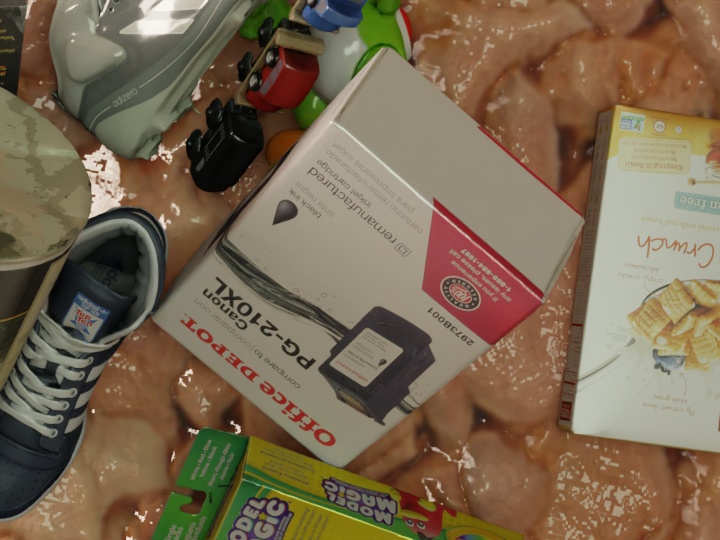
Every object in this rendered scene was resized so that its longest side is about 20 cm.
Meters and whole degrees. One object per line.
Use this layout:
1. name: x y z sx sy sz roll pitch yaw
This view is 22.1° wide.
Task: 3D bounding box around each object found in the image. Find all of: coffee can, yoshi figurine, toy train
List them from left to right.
1. coffee can: -0.242 0.014 0.954 0.146 0.147 0.200 27 123 -8
2. toy train: -0.044 -0.112 1.019 0.034 0.200 0.046 14 45 -28
3. yoshi figurine: -0.014 -0.157 1.059 0.112 0.112 0.201 7 85 -2

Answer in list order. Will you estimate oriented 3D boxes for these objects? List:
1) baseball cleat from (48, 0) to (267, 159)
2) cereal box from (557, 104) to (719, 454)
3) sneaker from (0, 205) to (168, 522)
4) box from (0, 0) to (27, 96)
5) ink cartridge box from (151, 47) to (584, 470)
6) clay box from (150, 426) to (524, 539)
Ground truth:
1. baseball cleat: -0.109 -0.154 1.028 0.106 0.070 0.200 38 113 -2
2. cereal box: 0.204 0.009 1.123 0.143 0.040 0.201 7 88 -9
3. sneaker: -0.169 0.051 1.029 0.070 0.108 0.201 28 85 -7
4. box: -0.283 -0.101 0.974 0.199 0.158 0.050 -4 55 -18
5. ink cartridge box: 0.000 0.000 1.009 0.145 0.200 0.084 40 42 -7
6. clay box: -0.019 0.173 1.058 0.199 0.048 0.115 20 119 -9
